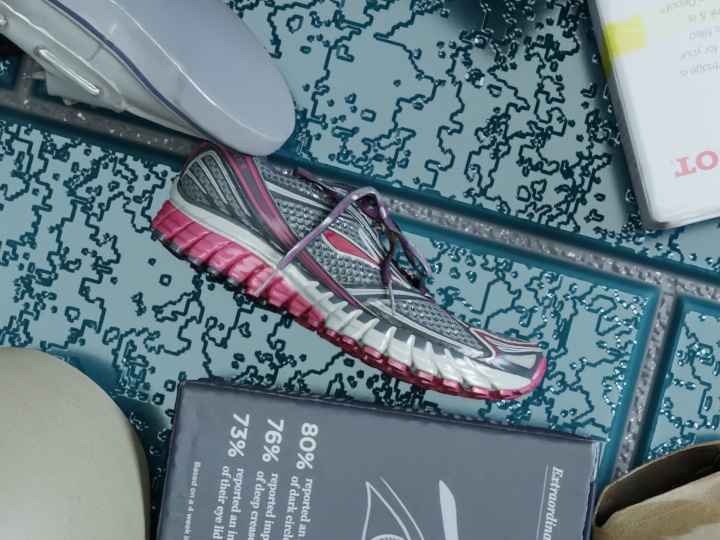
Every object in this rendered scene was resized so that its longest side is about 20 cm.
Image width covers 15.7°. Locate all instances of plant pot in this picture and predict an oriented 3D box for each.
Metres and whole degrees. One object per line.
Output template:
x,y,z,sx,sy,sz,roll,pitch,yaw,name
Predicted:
-0.173,0.114,1.198,0.200,0.200,0.135,40,55,2,plant pot

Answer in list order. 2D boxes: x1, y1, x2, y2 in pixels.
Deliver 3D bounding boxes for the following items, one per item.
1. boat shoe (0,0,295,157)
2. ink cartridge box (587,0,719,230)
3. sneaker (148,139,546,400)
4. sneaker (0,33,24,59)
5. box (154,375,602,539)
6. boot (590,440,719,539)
-0.122,-0.109,1.201,0.200,0.071,0.070,34,129,-22,boat shoe
0.180,-0.130,1.230,0.144,0.083,0.201,-13,87,2,ink cartridge box
0.000,0.000,1.234,0.199,0.081,0.075,30,86,3,sneaker
-0.150,-0.162,1.258,0.199,0.070,0.082,-21,70,-1,sneaker
0.004,0.135,1.217,0.199,0.104,0.149,9,88,1,box
0.204,0.111,1.219,0.199,0.074,0.076,-18,112,2,boot
